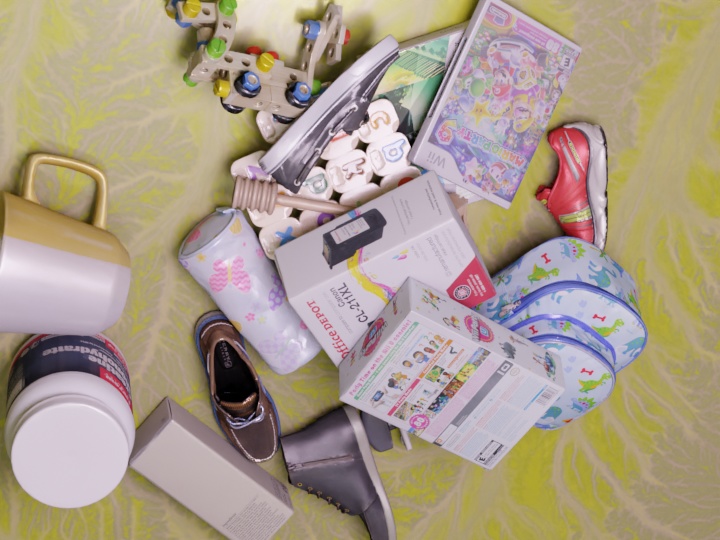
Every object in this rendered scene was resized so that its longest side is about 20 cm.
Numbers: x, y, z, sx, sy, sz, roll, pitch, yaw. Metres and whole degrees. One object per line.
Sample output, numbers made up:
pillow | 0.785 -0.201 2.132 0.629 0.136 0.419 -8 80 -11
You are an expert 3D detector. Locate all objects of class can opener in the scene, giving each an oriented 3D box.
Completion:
can opener | 0.021 0.132 1.807 0.066 0.053 0.202 -17 113 -5

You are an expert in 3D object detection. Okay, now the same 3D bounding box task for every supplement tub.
supplement tub | -0.319 0.158 1.668 0.139 0.200 0.142 -4 112 -10

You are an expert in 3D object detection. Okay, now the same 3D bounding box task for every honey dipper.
honey dipper | -0.042 -0.068 1.663 0.198 0.038 0.038 11 109 -7

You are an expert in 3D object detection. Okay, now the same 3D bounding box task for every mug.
mug | -0.326 -0.011 1.638 0.152 0.150 0.188 13 115 -24

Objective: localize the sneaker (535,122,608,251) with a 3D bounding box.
sneaker | 0.247 -0.077 1.774 0.084 0.077 0.202 1 111 10

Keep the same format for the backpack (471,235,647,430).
backpack | 0.224 0.076 1.737 0.182 0.148 0.200 32 123 -29

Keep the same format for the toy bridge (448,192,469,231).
toy bridge | 0.100 -0.003 1.764 0.067 0.027 0.201 -35 143 -44

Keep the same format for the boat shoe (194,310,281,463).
boat shoe | -0.144 0.149 1.769 0.072 0.072 0.201 -23 114 -2

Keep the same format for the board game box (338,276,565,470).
board game box | 0.097 0.115 1.639 0.199 0.065 0.148 27 123 -18

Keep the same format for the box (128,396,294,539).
box | -0.178 0.245 1.802 0.082 0.068 0.200 -45 112 7

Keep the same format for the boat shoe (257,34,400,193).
boat shoe | -0.024 -0.167 1.631 0.057 0.069 0.200 45 95 -6

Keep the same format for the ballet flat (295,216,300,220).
ballet flat | 0.000 0.000 1.745 0.199 0.070 0.070 20 106 -18

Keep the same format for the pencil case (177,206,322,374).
pencil case | -0.118 0.024 1.721 0.091 0.083 0.200 -39 113 0

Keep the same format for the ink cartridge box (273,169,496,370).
ink cartridge box | 0.027 0.004 1.649 0.199 0.083 0.146 -27 137 8

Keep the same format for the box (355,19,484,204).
box | 0.088 -0.166 1.715 0.143 0.036 0.202 -19 111 -4

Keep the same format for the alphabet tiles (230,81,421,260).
alphabet tiles | -0.035 -0.101 1.682 0.194 0.015 0.201 -23 98 1

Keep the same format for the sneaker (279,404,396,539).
sneaker | -0.027 0.268 1.838 0.105 0.075 0.202 -20 104 -7

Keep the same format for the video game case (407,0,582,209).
video game case | 0.151 -0.186 1.691 0.142 0.018 0.201 23 94 -30

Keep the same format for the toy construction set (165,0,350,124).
toy construction set | -0.107 -0.233 1.620 0.198 0.132 0.092 1 154 -18
